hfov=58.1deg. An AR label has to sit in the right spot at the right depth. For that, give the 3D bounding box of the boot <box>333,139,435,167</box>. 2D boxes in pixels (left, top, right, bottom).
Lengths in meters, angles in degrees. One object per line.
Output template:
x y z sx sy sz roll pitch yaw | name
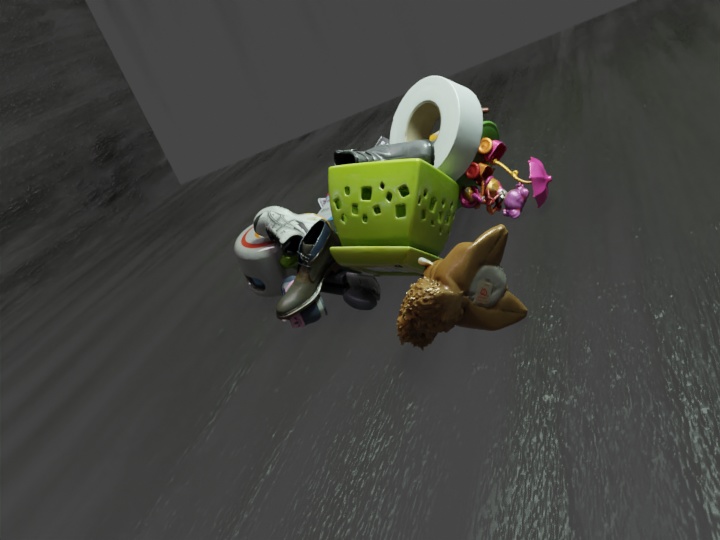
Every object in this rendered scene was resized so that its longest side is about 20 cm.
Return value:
0.040 -0.206 1.224 0.129 0.072 0.198 -6 4 -32 | boot

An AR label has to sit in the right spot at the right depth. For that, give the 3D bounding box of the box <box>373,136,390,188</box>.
0.047 -0.170 1.429 0.049 0.200 0.160 29 80 25 | box

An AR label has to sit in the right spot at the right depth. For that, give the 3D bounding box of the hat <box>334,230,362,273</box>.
0.000 0.000 1.389 0.166 0.175 0.200 -50 -3 -27 | hat

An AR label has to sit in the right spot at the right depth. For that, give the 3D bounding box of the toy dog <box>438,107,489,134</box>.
0.205 -0.275 1.344 0.095 0.206 0.131 15 12 35 | toy dog

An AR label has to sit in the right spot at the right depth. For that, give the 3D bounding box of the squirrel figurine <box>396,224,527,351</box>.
0.130 0.029 1.003 0.197 0.144 0.186 -28 14 -15 | squirrel figurine

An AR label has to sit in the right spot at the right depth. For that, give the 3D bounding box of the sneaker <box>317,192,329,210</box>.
-0.074 -0.128 1.638 0.070 0.114 0.201 -15 23 25 | sneaker

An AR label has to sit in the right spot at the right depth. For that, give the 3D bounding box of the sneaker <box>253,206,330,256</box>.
-0.159 -0.078 1.365 0.196 0.076 0.089 6 52 32 | sneaker

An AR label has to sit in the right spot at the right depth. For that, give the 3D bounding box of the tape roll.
0.144 -0.271 1.273 0.070 0.208 0.200 8 -2 -37 | tape roll

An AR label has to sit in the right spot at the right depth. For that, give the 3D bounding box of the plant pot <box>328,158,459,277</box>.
0.060 -0.088 1.207 0.195 0.187 0.199 1 -8 31 | plant pot

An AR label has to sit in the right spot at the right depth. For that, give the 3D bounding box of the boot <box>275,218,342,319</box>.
-0.108 -0.005 1.234 0.074 0.098 0.201 15 54 44 | boot

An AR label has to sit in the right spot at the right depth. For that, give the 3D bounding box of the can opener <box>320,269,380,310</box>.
-0.041 0.029 1.269 0.197 0.054 0.066 11 35 42 | can opener

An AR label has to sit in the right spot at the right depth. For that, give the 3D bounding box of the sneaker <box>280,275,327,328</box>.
-0.140 0.064 1.320 0.081 0.071 0.199 -29 19 -18 | sneaker

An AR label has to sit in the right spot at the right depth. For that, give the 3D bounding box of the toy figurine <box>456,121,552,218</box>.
0.289 -0.174 1.311 0.183 0.149 0.203 34 99 35 | toy figurine

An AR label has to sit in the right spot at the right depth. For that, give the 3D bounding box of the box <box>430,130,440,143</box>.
0.179 -0.241 1.438 0.197 0.121 0.041 -31 26 -19 | box

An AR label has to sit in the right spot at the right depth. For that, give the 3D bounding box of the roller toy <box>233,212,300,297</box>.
-0.192 -0.034 1.512 0.178 0.142 0.202 -13 31 11 | roller toy

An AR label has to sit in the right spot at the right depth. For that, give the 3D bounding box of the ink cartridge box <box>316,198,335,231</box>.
-0.022 -0.151 1.556 0.114 0.068 0.201 -8 34 36 | ink cartridge box
